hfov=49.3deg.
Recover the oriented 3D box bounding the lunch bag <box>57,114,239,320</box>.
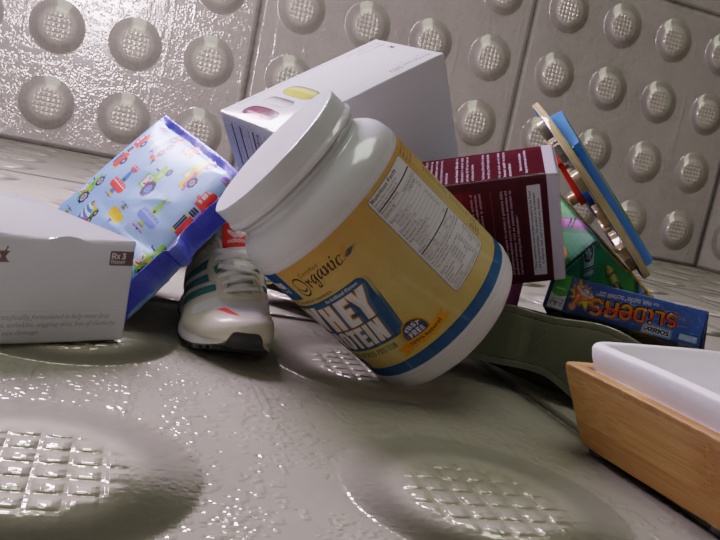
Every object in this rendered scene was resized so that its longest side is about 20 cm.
[{"bbox_3d":[-0.178,-0.045,0.687,0.094,0.151,0.200,50,-8,-29],"label":"lunch bag"}]

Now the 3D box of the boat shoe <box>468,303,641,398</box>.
[{"bbox_3d":[0.179,0.074,0.692,0.201,0.072,0.061,21,1,18],"label":"boat shoe"}]

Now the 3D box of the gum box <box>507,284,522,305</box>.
[{"bbox_3d":[0.150,0.015,0.907,0.066,0.114,0.200,13,9,9],"label":"gum box"}]

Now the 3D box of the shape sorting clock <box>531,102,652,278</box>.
[{"bbox_3d":[0.222,-0.077,0.767,0.039,0.200,0.200,-32,-7,19],"label":"shape sorting clock"}]

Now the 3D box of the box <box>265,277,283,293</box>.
[{"bbox_3d":[0.000,0.000,0.876,0.160,0.044,0.200,17,16,28],"label":"box"}]

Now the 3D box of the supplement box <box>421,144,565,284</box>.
[{"bbox_3d":[0.078,-0.041,0.704,0.199,0.109,0.061,-6,32,11],"label":"supplement box"}]

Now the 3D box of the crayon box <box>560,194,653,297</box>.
[{"bbox_3d":[0.239,-0.009,0.834,0.200,0.058,0.119,33,21,-44],"label":"crayon box"}]

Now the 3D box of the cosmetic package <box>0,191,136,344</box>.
[{"bbox_3d":[-0.274,-0.010,0.605,0.113,0.081,0.200,3,13,-45],"label":"cosmetic package"}]

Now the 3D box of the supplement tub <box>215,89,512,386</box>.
[{"bbox_3d":[0.004,-0.023,0.603,0.200,0.145,0.145,43,-2,-18],"label":"supplement tub"}]

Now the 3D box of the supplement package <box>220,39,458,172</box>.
[{"bbox_3d":[-0.012,-0.120,0.793,0.200,0.156,0.111,-32,38,-25],"label":"supplement package"}]

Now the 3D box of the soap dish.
[{"bbox_3d":[0.259,0.110,0.527,0.200,0.081,0.157,8,9,-26],"label":"soap dish"}]

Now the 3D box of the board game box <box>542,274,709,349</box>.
[{"bbox_3d":[0.259,0.065,0.757,0.135,0.035,0.200,16,-13,27],"label":"board game box"}]

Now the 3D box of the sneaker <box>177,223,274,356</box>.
[{"bbox_3d":[-0.114,0.007,0.662,0.070,0.094,0.200,9,8,-19],"label":"sneaker"}]
